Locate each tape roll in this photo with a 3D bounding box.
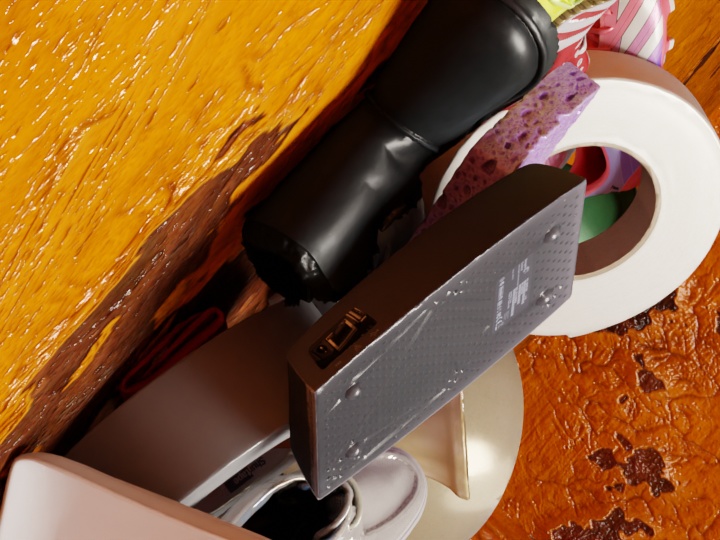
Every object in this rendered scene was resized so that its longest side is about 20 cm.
[{"bbox_3d":[-0.091,0.101,1.500,0.200,0.066,0.200,-36,171,-6],"label":"tape roll"},{"bbox_3d":[0.136,-0.046,1.639,0.203,0.203,0.037,-51,-149,22],"label":"tape roll"}]

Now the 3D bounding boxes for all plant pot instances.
[{"bbox_3d":[-0.004,0.100,1.793,0.134,0.200,0.200,14,124,-42],"label":"plant pot"}]

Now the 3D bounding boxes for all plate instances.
[{"bbox_3d":[-0.109,0.184,1.417,0.200,0.200,0.032,111,0,-49],"label":"plate"}]

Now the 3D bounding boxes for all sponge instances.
[{"bbox_3d":[0.062,-0.030,1.515,0.112,0.030,0.200,-44,171,-44],"label":"sponge"}]

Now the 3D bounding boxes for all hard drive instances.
[{"bbox_3d":[0.039,0.029,1.410,0.200,0.042,0.135,-38,154,-21],"label":"hard drive"}]

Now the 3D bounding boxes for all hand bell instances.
[{"bbox_3d":[-0.031,0.104,1.679,0.104,0.200,0.104,-3,90,-87],"label":"hand bell"}]

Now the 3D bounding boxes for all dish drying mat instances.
[{"bbox_3d":[-0.110,0.065,1.534,0.077,0.018,0.200,-44,173,-10],"label":"dish drying mat"}]

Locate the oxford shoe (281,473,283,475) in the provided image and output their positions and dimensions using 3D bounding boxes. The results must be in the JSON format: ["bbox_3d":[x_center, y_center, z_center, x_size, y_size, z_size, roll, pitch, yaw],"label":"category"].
[{"bbox_3d":[-0.121,0.196,1.718,0.200,0.071,0.071,-31,-150,18],"label":"oxford shoe"}]

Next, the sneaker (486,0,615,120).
[{"bbox_3d":[0.125,-0.166,1.504,0.200,0.071,0.112,-43,171,20],"label":"sneaker"}]

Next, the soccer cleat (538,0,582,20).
[{"bbox_3d":[0.135,-0.186,1.400,0.200,0.084,0.065,-51,173,21],"label":"soccer cleat"}]

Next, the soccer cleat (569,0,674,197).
[{"bbox_3d":[0.157,-0.134,1.636,0.076,0.067,0.200,-25,130,-17],"label":"soccer cleat"}]

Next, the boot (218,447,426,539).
[{"bbox_3d":[-0.021,0.147,1.503,0.200,0.074,0.096,-28,171,-37],"label":"boot"}]

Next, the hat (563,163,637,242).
[{"bbox_3d":[0.129,-0.080,2.199,0.166,0.176,0.200,-49,-149,-10],"label":"hat"}]

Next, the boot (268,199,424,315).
[{"bbox_3d":[0.000,0.000,1.619,0.096,0.074,0.200,-43,173,-15],"label":"boot"}]

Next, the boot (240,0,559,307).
[{"bbox_3d":[0.016,-0.065,1.357,0.168,0.076,0.200,-50,180,-19],"label":"boot"}]

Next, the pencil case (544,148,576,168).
[{"bbox_3d":[0.121,-0.112,1.718,0.200,0.083,0.091,-46,156,-25],"label":"pencil case"}]
